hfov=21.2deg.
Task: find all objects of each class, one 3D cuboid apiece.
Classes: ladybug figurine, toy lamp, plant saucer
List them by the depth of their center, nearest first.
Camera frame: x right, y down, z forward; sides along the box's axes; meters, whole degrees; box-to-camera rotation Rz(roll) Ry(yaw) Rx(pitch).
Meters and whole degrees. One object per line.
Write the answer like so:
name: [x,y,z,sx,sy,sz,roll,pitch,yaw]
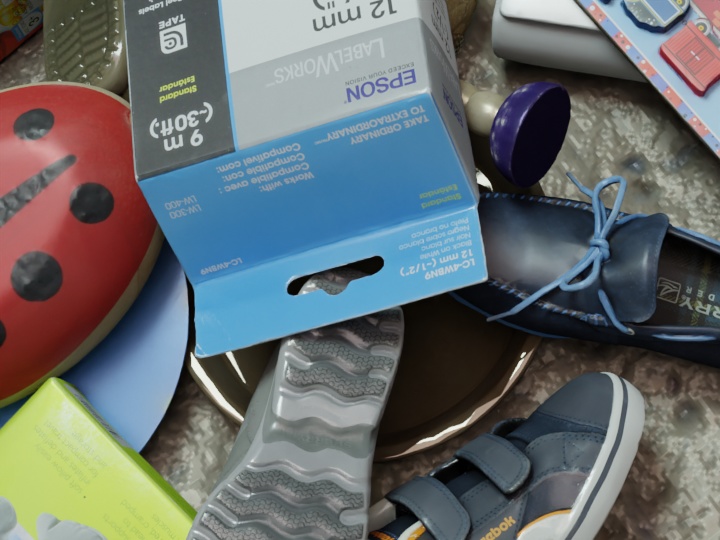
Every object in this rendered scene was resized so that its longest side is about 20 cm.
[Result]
ladybug figurine: [-0.177,-0.012,0.910,0.200,0.072,0.136,-41,83,5]
toy lamp: [0.006,-0.098,0.942,0.199,0.058,0.058,28,77,30]
plant saucer: [0.000,0.000,0.965,0.198,0.030,0.202,-2,72,5]

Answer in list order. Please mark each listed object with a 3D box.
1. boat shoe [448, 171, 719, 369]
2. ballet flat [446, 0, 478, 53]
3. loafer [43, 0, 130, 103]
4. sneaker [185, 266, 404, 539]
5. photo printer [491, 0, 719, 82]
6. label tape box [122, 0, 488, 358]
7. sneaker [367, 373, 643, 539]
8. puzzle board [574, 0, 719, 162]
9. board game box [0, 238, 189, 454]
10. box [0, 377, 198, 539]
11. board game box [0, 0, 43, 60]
boat shoe: [0.132,-0.005,0.912,0.198,0.069,0.085,9,73,-5]
ballet flat: [-0.017,-0.186,0.971,0.200,0.070,0.065,39,89,-21]
loafer: [-0.127,-0.156,1.009,0.075,0.067,0.202,-19,53,27]
sneaker: [-0.029,0.102,0.873,0.074,0.082,0.201,24,66,-1]
photo printer: [0.177,-0.172,0.978,0.198,0.070,0.168,11,74,9]
label tape box: [-0.029,-0.077,0.874,0.142,0.066,0.202,-15,59,14]
sneaker: [0.051,0.120,0.879,0.079,0.078,0.201,37,79,-14]
puzzle board: [0.200,-0.133,0.920,0.150,0.017,0.200,-39,76,-4]
board game box: [-0.179,0.031,0.970,0.198,0.039,0.160,-11,79,5]
box: [-0.169,0.164,0.904,0.122,0.048,0.200,43,88,9]
board game box: [-0.276,-0.122,0.993,0.200,0.103,0.105,-41,73,-8]
